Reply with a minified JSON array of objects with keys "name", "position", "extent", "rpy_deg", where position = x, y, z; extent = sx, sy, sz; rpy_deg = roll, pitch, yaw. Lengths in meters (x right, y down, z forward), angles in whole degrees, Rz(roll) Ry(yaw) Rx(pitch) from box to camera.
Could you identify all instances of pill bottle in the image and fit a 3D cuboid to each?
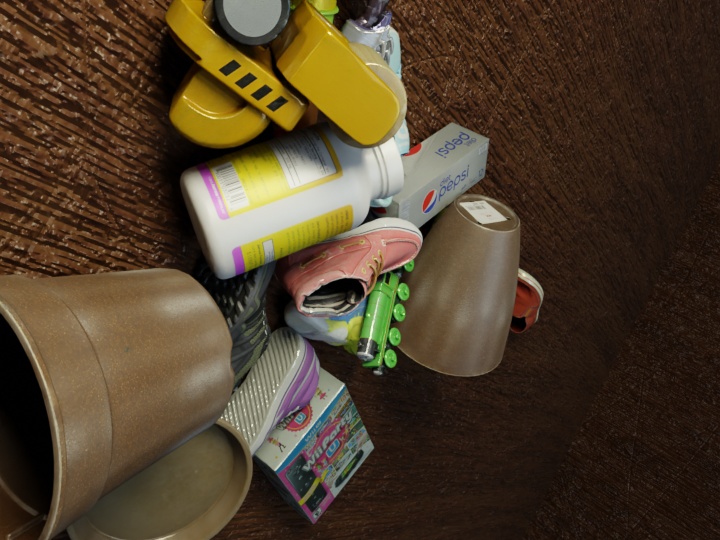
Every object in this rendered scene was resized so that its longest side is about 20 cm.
[{"name":"pill bottle","position":[-0.061,-0.074,0.662],"extent":[0.196,0.105,0.106],"rpy_deg":[-22,135,-16]}]

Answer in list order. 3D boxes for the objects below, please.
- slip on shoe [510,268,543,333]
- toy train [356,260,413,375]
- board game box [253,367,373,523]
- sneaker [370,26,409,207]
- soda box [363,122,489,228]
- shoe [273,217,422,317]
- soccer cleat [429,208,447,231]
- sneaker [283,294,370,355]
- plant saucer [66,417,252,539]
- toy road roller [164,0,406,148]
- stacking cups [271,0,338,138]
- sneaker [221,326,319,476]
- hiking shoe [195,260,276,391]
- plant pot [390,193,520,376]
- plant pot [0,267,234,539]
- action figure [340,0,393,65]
[{"name":"slip on shoe","position":[0.323,0.063,1.414],"extent":[0.061,0.074,0.201],"rpy_deg":[-46,150,-18]},{"name":"toy train","position":[0.033,0.031,0.901],"extent":[0.056,0.041,0.204],"rpy_deg":[34,59,-40]},{"name":"board game box","position":[-0.066,0.251,0.999],"extent":[0.148,0.064,0.202],"rpy_deg":[-48,145,-22]},{"name":"sneaker","position":[0.030,-0.168,0.799],"extent":[0.073,0.081,0.204],"rpy_deg":[-25,132,-45]},{"name":"soda box","position":[0.087,-0.120,0.930],"extent":[0.199,0.068,0.064],"rpy_deg":[-37,143,-34]},{"name":"shoe","position":[0.000,0.000,0.812],"extent":[0.196,0.091,0.073],"rpy_deg":[-10,131,-26]},{"name":"soccer cleat","position":[0.145,-0.027,1.110],"extent":[0.203,0.063,0.085],"rpy_deg":[74,23,-43]},{"name":"sneaker","position":[-0.026,0.043,0.909],"extent":[0.199,0.074,0.108],"rpy_deg":[35,66,-57]},{"name":"plant saucer","position":[-0.210,0.227,0.745],"extent":[0.196,0.029,0.204],"rpy_deg":[-14,122,-23]},{"name":"toy road roller","position":[-0.072,-0.156,0.588],"extent":[0.198,0.124,0.147],"rpy_deg":[34,108,-25]},{"name":"stacking cups","position":[-0.055,-0.193,0.677],"extent":[0.060,0.060,0.204],"rpy_deg":[-23,131,-45]},{"name":"sneaker","position":[-0.114,0.179,0.870],"extent":[0.202,0.072,0.115],"rpy_deg":[-53,152,-12]},{"name":"hiking shoe","position":[-0.133,0.049,0.753],"extent":[0.100,0.075,0.203],"rpy_deg":[-10,131,-61]},{"name":"plant pot","position":[0.142,0.005,0.974],"extent":[0.185,0.186,0.204],"rpy_deg":[-23,139,-44]},{"name":"plant pot","position":[-0.215,0.086,0.553],"extent":[0.197,0.197,0.205],"rpy_deg":[-17,128,-57]},{"name":"action figure","position":[0.028,-0.291,0.682],"extent":[0.131,0.068,0.204],"rpy_deg":[-92,-161,-65]}]
